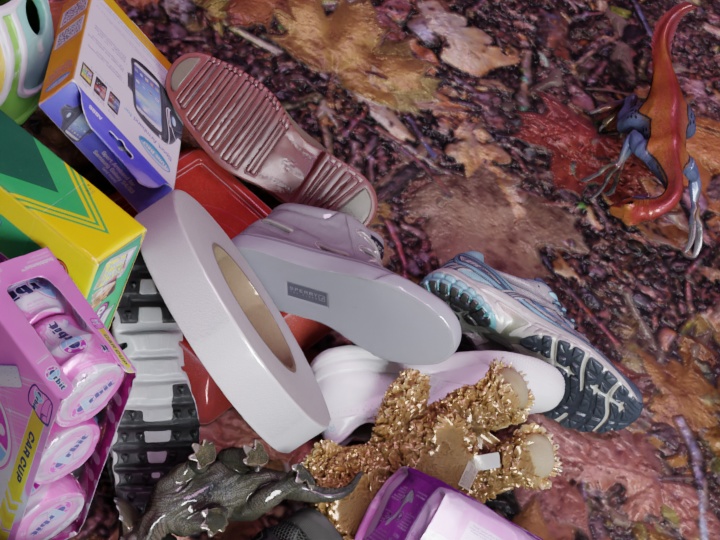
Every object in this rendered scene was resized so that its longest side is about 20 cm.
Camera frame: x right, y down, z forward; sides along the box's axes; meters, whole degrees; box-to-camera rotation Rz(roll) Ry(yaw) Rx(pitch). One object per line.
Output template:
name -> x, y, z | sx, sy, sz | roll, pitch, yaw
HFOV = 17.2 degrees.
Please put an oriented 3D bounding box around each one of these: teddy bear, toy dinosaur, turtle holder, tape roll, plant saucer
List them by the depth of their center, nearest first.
toy dinosaur -> -0.095, 0.151, 1.639 | 0.200, 0.102, 0.077 | -22, 88, -32
tape roll -> -0.089, 0.036, 1.675 | 0.037, 0.203, 0.203 | -33, 62, 6
teddy bear -> 0.052, 0.142, 1.738 | 0.200, 0.067, 0.145 | -41, 104, -17
turtle holder -> -0.312, -0.171, 1.827 | 0.141, 0.132, 0.185 | 39, 47, 11
plant saucer -> -0.123, -0.002, 1.830 | 0.200, 0.037, 0.200 | 42, 47, 14
toy dinosaur -> 0.241, -0.112, 2.011 | 0.105, 0.201, 0.182 | 1, 17, -3

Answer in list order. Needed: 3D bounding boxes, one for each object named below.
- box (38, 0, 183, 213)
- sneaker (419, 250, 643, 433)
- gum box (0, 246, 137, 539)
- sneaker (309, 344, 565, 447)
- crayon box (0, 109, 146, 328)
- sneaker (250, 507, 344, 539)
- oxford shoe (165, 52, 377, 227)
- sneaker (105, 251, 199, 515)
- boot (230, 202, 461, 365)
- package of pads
box -> -0.188, -0.130, 1.836 | 0.119, 0.041, 0.200 | 48, 22, -24
sneaker -> 0.143, 0.047, 1.875 | 0.200, 0.078, 0.086 | 34, 43, 7
gum box -> -0.222, 0.089, 1.593 | 0.066, 0.200, 0.114 | -22, 61, -36
sneaker -> 0.060, 0.110, 1.799 | 0.199, 0.075, 0.089 | 2, 63, -15
crayon box -> -0.252, -0.005, 1.663 | 0.172, 0.200, 0.058 | 38, 47, 11
sneaker -> -0.024, 0.258, 1.623 | 0.114, 0.076, 0.200 | -24, 60, -34
oxford shoe -> -0.075, -0.096, 1.902 | 0.200, 0.075, 0.070 | 42, 88, -3
sneaker -> -0.160, 0.088, 1.715 | 0.066, 0.090, 0.201 | 1, 77, -23
boot -> 0.000, 0.000, 1.782 | 0.199, 0.074, 0.096 | 21, 40, 20
package of pads -> 0.102, 0.215, 1.652 | 0.200, 0.120, 0.076 | 31, 85, -17
